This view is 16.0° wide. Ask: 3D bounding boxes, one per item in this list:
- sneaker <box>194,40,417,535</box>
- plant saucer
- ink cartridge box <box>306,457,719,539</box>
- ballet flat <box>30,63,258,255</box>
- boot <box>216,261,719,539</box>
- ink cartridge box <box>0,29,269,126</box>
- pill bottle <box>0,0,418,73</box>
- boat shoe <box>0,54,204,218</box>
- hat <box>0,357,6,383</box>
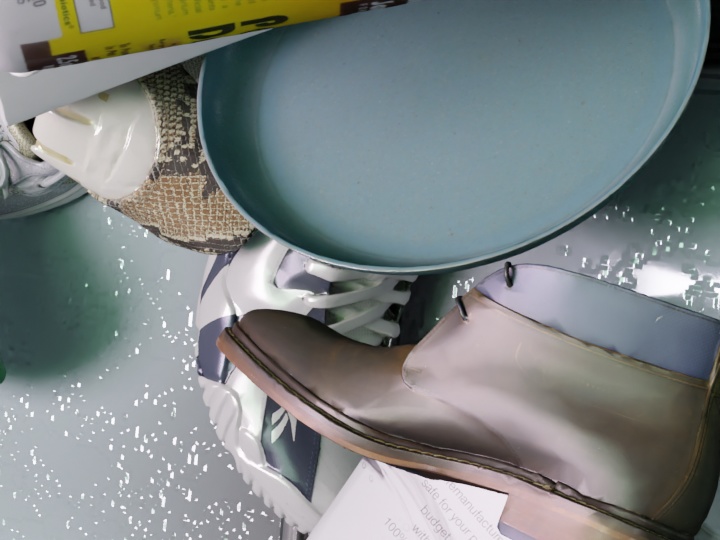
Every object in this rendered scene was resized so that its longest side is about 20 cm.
[{"bbox_3d":[0.000,0.000,1.020,0.130,0.079,0.199,-29,61,44],"label":"sneaker"},{"bbox_3d":[0.036,-0.077,0.969,0.200,0.027,0.200,-10,54,14],"label":"plant saucer"},{"bbox_3d":[0.059,0.126,0.967,0.145,0.083,0.200,48,117,29],"label":"ink cartridge box"},{"bbox_3d":[-0.116,-0.078,1.033,0.200,0.075,0.068,53,122,31],"label":"ballet flat"},{"bbox_3d":[0.045,0.032,0.894,0.200,0.075,0.097,26,92,29],"label":"boot"},{"bbox_3d":[-0.110,-0.132,0.990,0.068,0.116,0.200,82,162,-48],"label":"ink cartridge box"},{"bbox_3d":[-0.039,-0.136,0.870,0.200,0.109,0.109,-11,80,-3],"label":"pill bottle"},{"bbox_3d":[-0.130,-0.081,1.137,0.202,0.065,0.074,-24,74,37],"label":"boat shoe"},{"bbox_3d":[-0.206,-0.070,1.161,0.176,0.200,0.166,-61,9,-20],"label":"hat"}]
